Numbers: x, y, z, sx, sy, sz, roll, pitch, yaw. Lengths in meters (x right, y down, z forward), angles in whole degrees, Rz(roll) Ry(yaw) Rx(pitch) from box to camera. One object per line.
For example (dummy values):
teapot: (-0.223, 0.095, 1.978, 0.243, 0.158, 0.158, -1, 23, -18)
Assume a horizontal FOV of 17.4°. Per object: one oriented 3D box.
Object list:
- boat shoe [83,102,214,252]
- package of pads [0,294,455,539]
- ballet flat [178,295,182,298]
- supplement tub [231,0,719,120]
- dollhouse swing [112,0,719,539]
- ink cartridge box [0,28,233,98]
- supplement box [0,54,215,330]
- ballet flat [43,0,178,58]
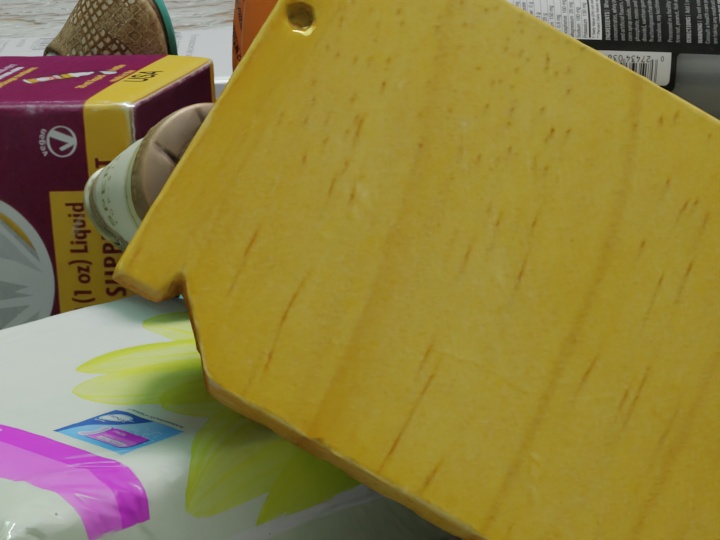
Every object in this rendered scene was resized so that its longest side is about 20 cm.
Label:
boat shoe: (0.000, 0.000, 0.825, 0.200, 0.073, 0.063, 28, -23, -25)
package of pads: (-0.082, 0.064, 0.715, 0.154, 0.068, 0.200, 10, 18, 41)
ballet flat: (0.012, 0.017, 0.904, 0.200, 0.067, 0.070, -10, -4, -28)
supplement tub: (0.057, -0.086, 0.928, 0.200, 0.123, 0.123, -1, 13, -18)
dollhouse swing: (0.048, 0.009, 0.731, 0.200, 0.182, 0.176, 30, -17, 3)
ink cartridge box: (-0.117, -0.071, 1.200, 0.200, 0.084, 0.145, -3, 16, 0)
supplement box: (-0.159, -0.011, 0.894, 0.200, 0.131, 0.103, 0, 15, 15)
ballet flat: (-0.116, -0.045, 0.981, 0.065, 0.200, 0.071, -25, 61, -22)
